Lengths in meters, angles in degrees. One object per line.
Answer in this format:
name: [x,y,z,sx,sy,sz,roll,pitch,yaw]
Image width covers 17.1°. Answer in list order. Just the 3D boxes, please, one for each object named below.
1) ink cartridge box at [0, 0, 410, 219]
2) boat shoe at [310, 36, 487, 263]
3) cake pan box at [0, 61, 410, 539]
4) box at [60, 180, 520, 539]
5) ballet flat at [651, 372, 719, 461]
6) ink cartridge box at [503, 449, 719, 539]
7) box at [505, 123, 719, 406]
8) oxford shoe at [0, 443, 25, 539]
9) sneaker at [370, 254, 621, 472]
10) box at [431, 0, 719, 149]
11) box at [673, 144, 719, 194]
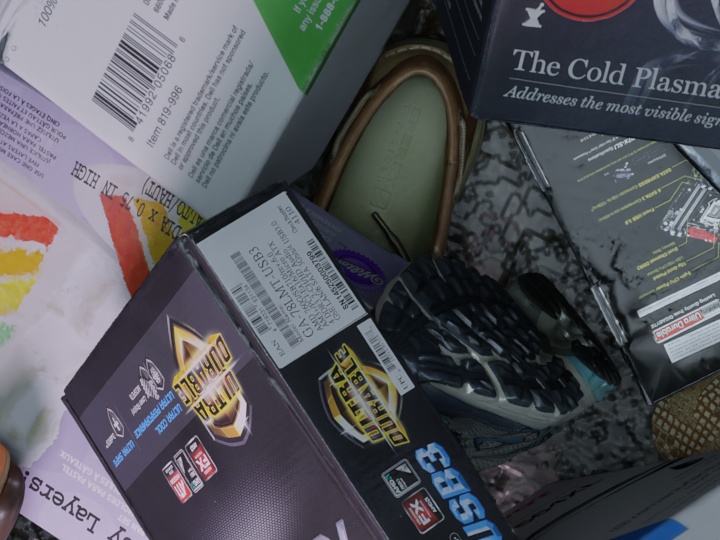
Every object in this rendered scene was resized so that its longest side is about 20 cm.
ink cartridge box: [-0.082,-0.137,0.911,0.200,0.083,0.147,37,121,8]
boat shoe: [0.000,0.000,1.001,0.075,0.074,0.201,13,97,3]
cake pan box: [-0.095,0.029,0.985,0.199,0.052,0.185,33,122,6]
box: [-0.019,0.091,0.848,0.050,0.200,0.199,-29,84,-26]
ballet flat: [0.218,0.093,1.000,0.199,0.065,0.071,19,98,2]
ink cartridge box: [0.087,0.141,0.927,0.146,0.200,0.085,-30,93,-26]
box: [0.171,-0.060,0.995,0.199,0.049,0.160,-28,96,7]
oxford shoe: [-0.182,0.151,1.025,0.073,0.071,0.200,25,123,-18]
sneaker: [0.041,0.052,0.945,0.086,0.200,0.078,-44,71,14]
box: [0.142,-0.142,0.818,0.199,0.104,0.183,6,118,-9]
box: [0.242,-0.040,0.946,0.159,0.046,0.200,-43,92,7]
